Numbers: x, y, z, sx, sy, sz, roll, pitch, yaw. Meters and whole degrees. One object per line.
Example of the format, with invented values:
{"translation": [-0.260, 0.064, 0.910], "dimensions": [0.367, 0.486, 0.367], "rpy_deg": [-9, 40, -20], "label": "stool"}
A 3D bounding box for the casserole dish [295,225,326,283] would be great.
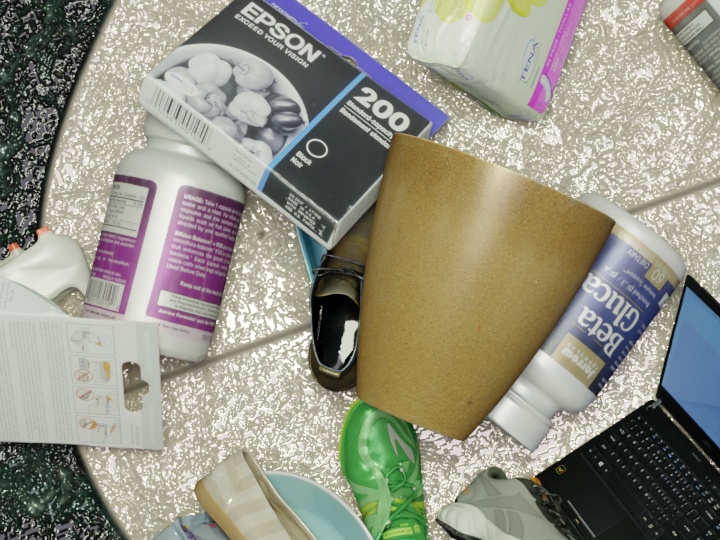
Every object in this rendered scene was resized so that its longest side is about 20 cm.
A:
{"translation": [0.015, -0.007, 1.459], "dimensions": [0.120, 0.039, 0.202], "rpy_deg": [-17, 87, -1], "label": "casserole dish"}

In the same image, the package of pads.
{"translation": [0.126, -0.239, 1.411], "dimensions": [0.068, 0.154, 0.202], "rpy_deg": [17, 87, 36], "label": "package of pads"}

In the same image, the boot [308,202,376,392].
{"translation": [0.000, 0.000, 1.390], "dimensions": [0.074, 0.097, 0.202], "rpy_deg": [10, 87, 2], "label": "boot"}

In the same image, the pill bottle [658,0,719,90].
{"translation": [0.351, -0.178, 1.430], "dimensions": [0.116, 0.116, 0.200], "rpy_deg": [-39, 89, -2], "label": "pill bottle"}

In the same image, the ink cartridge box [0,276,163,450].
{"translation": [-0.261, 0.077, 1.399], "dimensions": [0.198, 0.163, 0.057], "rpy_deg": [0, 46, -4], "label": "ink cartridge box"}

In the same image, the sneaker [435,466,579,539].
{"translation": [0.139, 0.207, 1.381], "dimensions": [0.074, 0.200, 0.080], "rpy_deg": [45, 76, -32], "label": "sneaker"}

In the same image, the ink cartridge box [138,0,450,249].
{"translation": [-0.045, -0.141, 1.401], "dimensions": [0.197, 0.044, 0.200], "rpy_deg": [37, 51, 7], "label": "ink cartridge box"}

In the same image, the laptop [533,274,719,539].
{"translation": [0.238, 0.132, 1.373], "dimensions": [0.199, 0.177, 0.104], "rpy_deg": [-33, 123, -2], "label": "laptop"}

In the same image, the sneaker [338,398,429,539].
{"translation": [0.030, 0.202, 1.421], "dimensions": [0.073, 0.083, 0.202], "rpy_deg": [-7, 91, -20], "label": "sneaker"}

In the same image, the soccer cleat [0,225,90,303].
{"translation": [-0.318, 0.038, 1.442], "dimensions": [0.199, 0.069, 0.078], "rpy_deg": [-30, 91, -5], "label": "soccer cleat"}

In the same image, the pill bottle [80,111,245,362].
{"translation": [-0.158, -0.033, 1.422], "dimensions": [0.111, 0.112, 0.202], "rpy_deg": [14, 87, 0], "label": "pill bottle"}

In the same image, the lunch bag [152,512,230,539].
{"translation": [-0.120, 0.322, 1.371], "dimensions": [0.170, 0.127, 0.200], "rpy_deg": [-47, 69, 14], "label": "lunch bag"}

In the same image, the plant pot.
{"translation": [0.073, 0.021, 1.325], "dimensions": [0.185, 0.186, 0.202], "rpy_deg": [23, 90, 1], "label": "plant pot"}

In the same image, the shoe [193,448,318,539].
{"translation": [-0.055, 0.226, 1.356], "dimensions": [0.053, 0.070, 0.200], "rpy_deg": [-44, 71, 5], "label": "shoe"}

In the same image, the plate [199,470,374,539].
{"translation": [-0.056, 0.261, 1.420], "dimensions": [0.198, 0.026, 0.202], "rpy_deg": [6, 102, 28], "label": "plate"}

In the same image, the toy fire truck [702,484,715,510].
{"translation": [0.247, 0.241, 1.398], "dimensions": [0.166, 0.113, 0.201], "rpy_deg": [14, 52, 15], "label": "toy fire truck"}

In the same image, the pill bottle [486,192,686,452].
{"translation": [0.170, 0.046, 1.420], "dimensions": [0.111, 0.111, 0.201], "rpy_deg": [37, 88, 1], "label": "pill bottle"}
